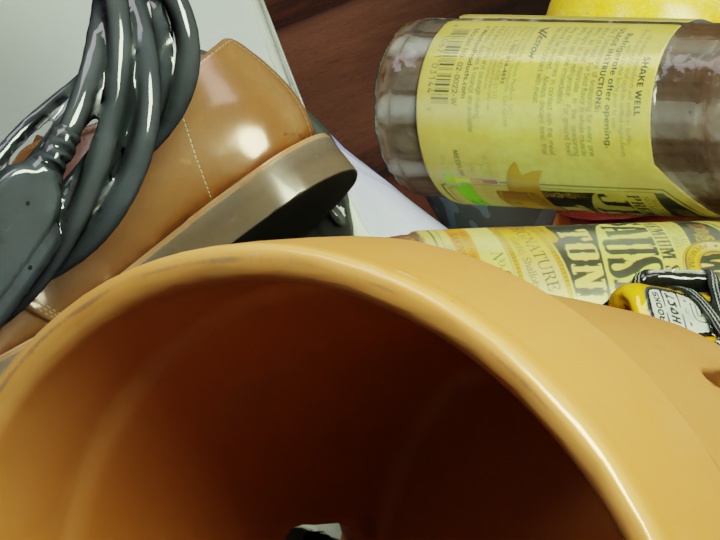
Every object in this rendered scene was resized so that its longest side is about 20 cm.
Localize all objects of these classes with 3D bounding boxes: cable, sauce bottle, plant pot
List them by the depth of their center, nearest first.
[{"bbox_3d":[0.023,0.087,0.629,0.199,0.201,0.140,-10,1,35],"label":"plant pot"},{"bbox_3d":[-0.128,-0.040,0.890,0.200,0.051,0.163,-57,36,-5],"label":"cable"},{"bbox_3d":[0.096,0.015,0.897,0.199,0.066,0.066,-4,11,-15],"label":"sauce bottle"},{"bbox_3d":[0.099,-0.048,0.911,0.199,0.065,0.065,5,27,36],"label":"sauce bottle"}]

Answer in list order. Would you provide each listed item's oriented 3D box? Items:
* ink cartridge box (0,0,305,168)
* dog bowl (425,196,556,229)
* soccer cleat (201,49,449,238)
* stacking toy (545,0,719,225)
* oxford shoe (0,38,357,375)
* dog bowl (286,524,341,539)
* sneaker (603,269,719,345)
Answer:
[{"bbox_3d":[-0.089,-0.039,1.114,0.146,0.147,0.200,-20,-15,-1],"label":"ink cartridge box"},{"bbox_3d":[0.116,-0.061,1.242,0.199,0.059,0.200,-20,15,5],"label":"dog bowl"},{"bbox_3d":[0.000,0.000,0.962,0.068,0.200,0.073,-52,-4,9],"label":"soccer cleat"},{"bbox_3d":[0.107,-0.070,1.002,0.145,0.201,0.146,-18,14,5],"label":"stacking toy"},{"bbox_3d":[-0.101,0.001,0.907,0.200,0.071,0.071,-35,-10,-3],"label":"oxford shoe"},{"bbox_3d":[-0.089,0.086,0.982,0.199,0.059,0.200,-19,16,5],"label":"dog bowl"},{"bbox_3d":[0.112,0.038,0.825,0.199,0.082,0.078,-21,36,3],"label":"sneaker"}]
